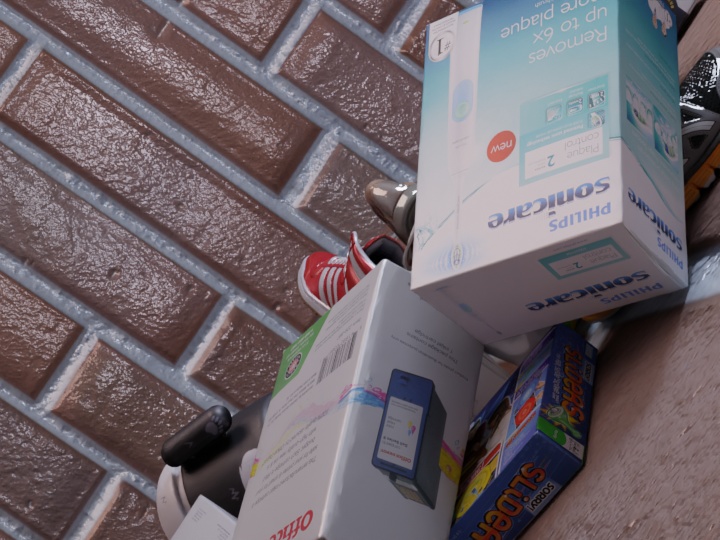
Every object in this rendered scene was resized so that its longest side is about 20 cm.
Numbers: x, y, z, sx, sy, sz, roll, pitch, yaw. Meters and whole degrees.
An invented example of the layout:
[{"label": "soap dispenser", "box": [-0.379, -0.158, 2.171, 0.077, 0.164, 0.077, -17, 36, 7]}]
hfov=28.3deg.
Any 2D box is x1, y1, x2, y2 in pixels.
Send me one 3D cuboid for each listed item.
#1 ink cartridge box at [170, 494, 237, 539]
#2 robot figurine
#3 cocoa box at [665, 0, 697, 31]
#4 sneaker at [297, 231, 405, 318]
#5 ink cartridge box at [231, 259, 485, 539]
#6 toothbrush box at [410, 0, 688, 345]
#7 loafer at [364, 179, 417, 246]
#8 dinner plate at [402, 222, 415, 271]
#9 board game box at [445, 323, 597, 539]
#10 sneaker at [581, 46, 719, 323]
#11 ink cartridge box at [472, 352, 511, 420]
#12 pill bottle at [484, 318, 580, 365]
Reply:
[{"label": "ink cartridge box", "box": [-0.109, 0.289, 1.082, 0.177, 0.084, 0.199, -56, 25, -8]}, {"label": "robot figurine", "box": [-0.094, 0.189, 1.305, 0.199, 0.151, 0.125, -33, -3, 20]}, {"label": "cocoa box", "box": [0.219, -0.237, 1.377, 0.132, 0.132, 0.200, -57, 4, -5]}, {"label": "sneaker", "box": [0.000, 0.000, 1.275, 0.200, 0.070, 0.114, -126, 46, -58]}, {"label": "ink cartridge box", "box": [-0.006, 0.120, 0.887, 0.145, 0.087, 0.202, -42, 25, 48]}, {"label": "toothbrush box", "box": [0.114, -0.074, 0.869, 0.145, 0.085, 0.203, -17, 55, 35]}, {"label": "loafer", "box": [0.071, -0.042, 1.400, 0.073, 0.062, 0.200, -60, -33, -4]}, {"label": "dinner plate", "box": [0.098, -0.079, 1.118, 0.200, 0.024, 0.201, -45, -13, -13]}, {"label": "board game box", "box": [0.071, 0.139, 0.889, 0.201, 0.034, 0.136, -54, 5, 29]}, {"label": "sneaker", "box": [0.181, -0.067, 0.921, 0.201, 0.077, 0.078, -56, 2, -6]}, {"label": "ink cartridge box", "box": [0.026, 0.143, 1.067, 0.202, 0.084, 0.146, -58, 5, -4]}, {"label": "pill bottle", "box": [0.136, -0.043, 1.016, 0.201, 0.110, 0.111, -57, 4, -20]}]
